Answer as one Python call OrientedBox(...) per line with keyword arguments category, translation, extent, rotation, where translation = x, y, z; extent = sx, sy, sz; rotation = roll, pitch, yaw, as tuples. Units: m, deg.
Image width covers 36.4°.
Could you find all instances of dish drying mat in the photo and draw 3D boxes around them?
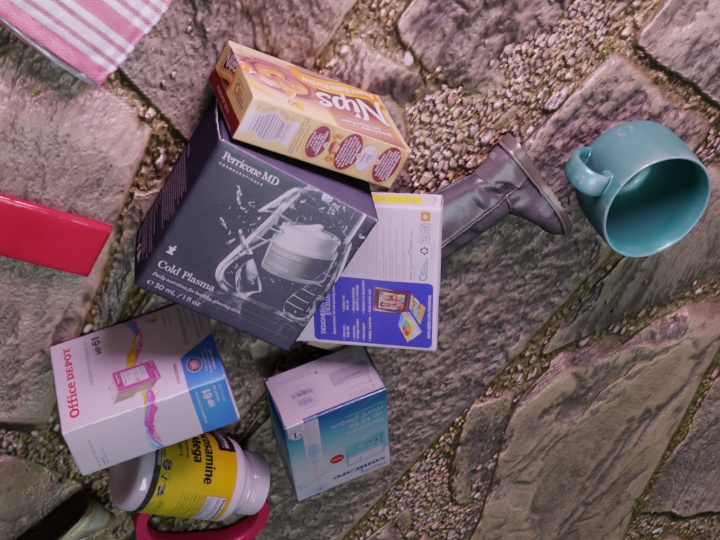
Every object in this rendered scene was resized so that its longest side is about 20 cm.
OrientedBox(category="dish drying mat", translation=(-0.375, -0.046, 1.188), extent=(0.198, 0.018, 0.077), rotation=(16, 121, -34))

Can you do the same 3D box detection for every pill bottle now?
OrientedBox(category="pill bottle", translation=(-0.225, 0.272, 1.459), extent=(0.198, 0.113, 0.113), rotation=(16, 121, -34))

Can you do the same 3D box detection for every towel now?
OrientedBox(category="towel", translation=(-0.247, -0.285, 1.036), extent=(0.200, 0.030, 0.146), rotation=(-45, 131, 13))

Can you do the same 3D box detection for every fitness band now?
OrientedBox(category="fitness band", translation=(-0.229, 0.354, 1.582), extent=(0.197, 0.038, 0.145), rotation=(4, 129, -25))

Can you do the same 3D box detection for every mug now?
OrientedBox(category="mug", translation=(0.340, -0.120, 1.372), extent=(0.151, 0.115, 0.185), rotation=(-33, 133, 7))

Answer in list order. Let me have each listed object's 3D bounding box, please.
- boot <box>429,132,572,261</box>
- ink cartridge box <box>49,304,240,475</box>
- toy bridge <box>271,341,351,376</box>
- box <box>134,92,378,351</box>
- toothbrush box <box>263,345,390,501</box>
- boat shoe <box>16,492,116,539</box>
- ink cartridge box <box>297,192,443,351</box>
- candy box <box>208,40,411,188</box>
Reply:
OrientedBox(category="boot", translation=(0.148, -0.056, 1.373), extent=(0.199, 0.073, 0.182), rotation=(-41, 119, 5))
OrientedBox(category="ink cartridge box", translation=(-0.260, 0.135, 1.303), extent=(0.197, 0.145, 0.085), rotation=(-20, 134, -7))
OrientedBox(category="toy bridge", translation=(-0.044, 0.091, 1.443), extent=(0.066, 0.027, 0.201), rotation=(17, 121, -34))
OrientedBox(category="box", translation=(-0.117, -0.050, 1.201), extent=(0.198, 0.125, 0.198), rotation=(24, 115, -23))
OrientedBox(category="toothbrush box", translation=(-0.042, 0.207, 1.480), extent=(0.144, 0.086, 0.202), rotation=(-19, 144, -13))
OrientedBox(category="boat shoe", translation=(-0.426, 0.387, 1.499), extent=(0.200, 0.073, 0.063), rotation=(-42, 128, 4))
OrientedBox(category="ink cartridge box", translation=(0.000, 0.000, 1.334), extent=(0.196, 0.047, 0.201), rotation=(5, 121, 8))
OrientedBox(category="candy box", translation=(-0.053, -0.164, 1.160), extent=(0.198, 0.116, 0.056), rotation=(16, 122, -33))
